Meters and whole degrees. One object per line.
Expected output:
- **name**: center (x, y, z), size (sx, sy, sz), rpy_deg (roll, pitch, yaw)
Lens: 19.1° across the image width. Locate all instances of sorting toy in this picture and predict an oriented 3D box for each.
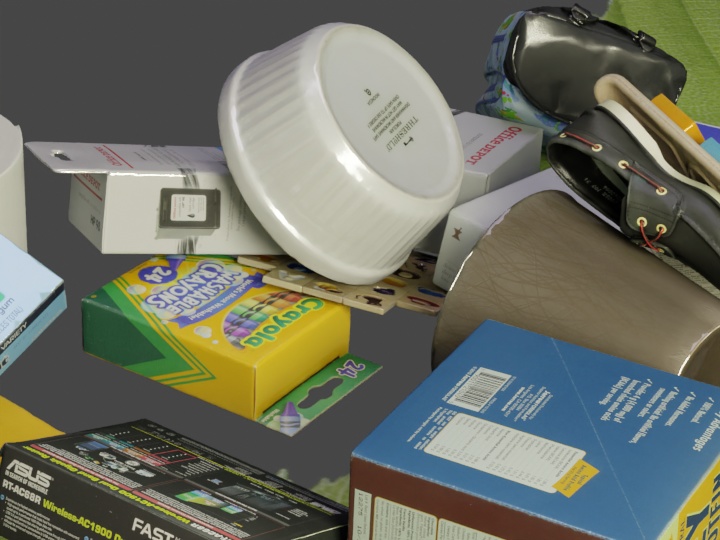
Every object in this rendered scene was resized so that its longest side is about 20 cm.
- **sorting toy**: center (0.264, -0.047, 1.556), size (0.036, 0.185, 0.200), rpy_deg (-39, 37, -4)

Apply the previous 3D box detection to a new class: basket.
- **basket**: center (0.177, 0.052, 1.518), size (0.199, 0.136, 0.181), rpy_deg (25, 75, 41)

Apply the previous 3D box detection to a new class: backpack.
- **backpack**: center (0.179, -0.169, 1.903), size (0.162, 0.155, 0.200), rpy_deg (17, 15, -14)

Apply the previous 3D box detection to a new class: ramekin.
- **ramekin**: center (-0.007, -0.099, 1.650), size (0.202, 0.094, 0.203), rpy_deg (30, 42, -31)

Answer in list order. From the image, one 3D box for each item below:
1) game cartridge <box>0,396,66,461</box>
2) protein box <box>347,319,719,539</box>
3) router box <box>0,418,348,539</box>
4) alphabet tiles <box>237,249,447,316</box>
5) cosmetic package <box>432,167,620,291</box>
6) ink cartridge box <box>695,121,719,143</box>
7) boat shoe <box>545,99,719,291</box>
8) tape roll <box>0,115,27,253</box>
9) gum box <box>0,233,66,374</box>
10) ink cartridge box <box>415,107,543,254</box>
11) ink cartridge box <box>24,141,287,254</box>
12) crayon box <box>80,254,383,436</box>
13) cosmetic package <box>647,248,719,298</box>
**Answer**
- **game cartridge**: center (-0.329, 0.125, 1.492), size (0.199, 0.033, 0.176), rpy_deg (26, 37, 29)
- **protein box**: center (0.123, 0.154, 1.366), size (0.199, 0.136, 0.198), rpy_deg (16, 32, 24)
- **router box**: center (-0.115, 0.162, 1.365), size (0.199, 0.063, 0.150), rpy_deg (20, 12, 30)
- **alphabet tiles**: center (0.000, 0.000, 1.707), size (0.165, 0.006, 0.200), rpy_deg (16, 15, 14)
- **cosmetic package**: center (0.157, -0.022, 1.719), size (0.101, 0.074, 0.200), rpy_deg (31, 33, 28)
- **ink cartridge box**: center (0.318, -0.067, 1.877), size (0.199, 0.047, 0.198), rpy_deg (17, 31, 21)
- **boat shoe**: center (0.209, -0.039, 1.499), size (0.063, 0.074, 0.201), rpy_deg (-32, 56, -18)
- **tape roll**: center (-0.360, -0.034, 1.666), size (0.201, 0.140, 0.203), rpy_deg (2, 29, -1)
- **gum box**: center (-0.334, 0.018, 1.487), size (0.200, 0.045, 0.170), rpy_deg (35, 64, 15)
- **ink cartridge box**: center (0.040, -0.085, 1.832), size (0.199, 0.084, 0.145), rpy_deg (14, 24, 20)
- **ink cartridge box**: center (-0.159, -0.057, 1.686), size (0.199, 0.067, 0.116), rpy_deg (0, 14, -21)
- **crayon box**: center (-0.097, 0.047, 1.630), size (0.199, 0.052, 0.126), rpy_deg (20, 33, 28)
- **cosmetic package**: center (0.280, 0.049, 1.632), size (0.103, 0.074, 0.200), rpy_deg (-4, 29, -12)
